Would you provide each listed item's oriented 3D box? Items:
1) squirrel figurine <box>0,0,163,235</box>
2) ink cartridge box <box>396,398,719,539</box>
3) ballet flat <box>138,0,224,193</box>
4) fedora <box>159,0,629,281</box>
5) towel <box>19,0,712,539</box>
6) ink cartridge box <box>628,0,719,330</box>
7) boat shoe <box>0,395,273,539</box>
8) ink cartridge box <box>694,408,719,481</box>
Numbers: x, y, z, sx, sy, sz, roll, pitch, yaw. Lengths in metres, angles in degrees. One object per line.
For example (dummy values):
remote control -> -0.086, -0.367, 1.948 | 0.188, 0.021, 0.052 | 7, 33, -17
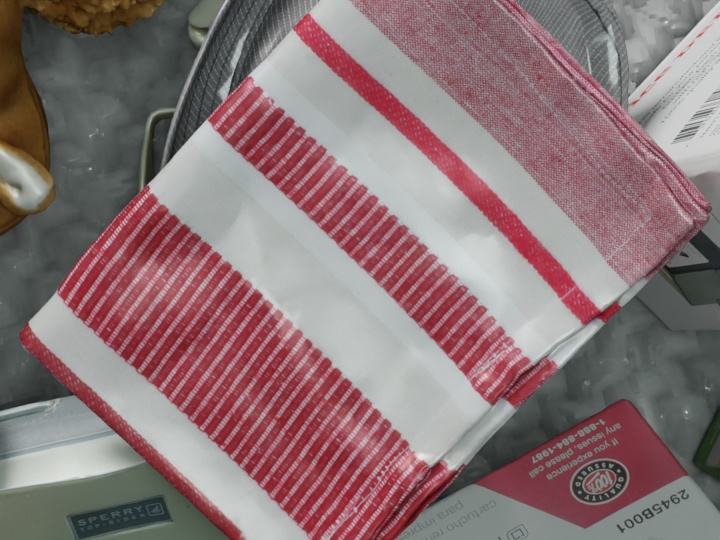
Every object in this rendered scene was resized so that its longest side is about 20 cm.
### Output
squirrel figurine -> -0.142, -0.110, 0.795 | 0.199, 0.141, 0.188 | -28, 99, -9
ink cartridge box -> 0.092, 0.166, 0.797 | 0.145, 0.085, 0.200 | -28, 54, -12
ballet flat -> -0.046, -0.067, 0.847 | 0.063, 0.069, 0.201 | 15, 82, 6
fedora -> 0.029, -0.049, 0.810 | 0.200, 0.090, 0.177 | -54, 130, -20
towel -> 0.000, 0.000, 0.747 | 0.144, 0.023, 0.200 | 44, 100, -3
ink cartridge box -> 0.170, -0.056, 0.820 | 0.084, 0.200, 0.146 | 46, 80, -8
boat shoe -> -0.067, 0.065, 0.819 | 0.199, 0.072, 0.070 | -10, 127, 0
ink cartridge box -> 0.208, 0.023, 0.822 | 0.048, 0.200, 0.146 | 30, 82, -10
